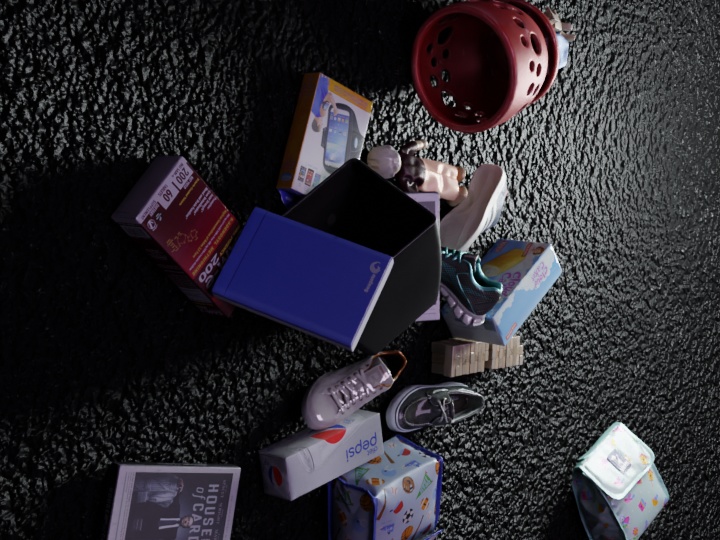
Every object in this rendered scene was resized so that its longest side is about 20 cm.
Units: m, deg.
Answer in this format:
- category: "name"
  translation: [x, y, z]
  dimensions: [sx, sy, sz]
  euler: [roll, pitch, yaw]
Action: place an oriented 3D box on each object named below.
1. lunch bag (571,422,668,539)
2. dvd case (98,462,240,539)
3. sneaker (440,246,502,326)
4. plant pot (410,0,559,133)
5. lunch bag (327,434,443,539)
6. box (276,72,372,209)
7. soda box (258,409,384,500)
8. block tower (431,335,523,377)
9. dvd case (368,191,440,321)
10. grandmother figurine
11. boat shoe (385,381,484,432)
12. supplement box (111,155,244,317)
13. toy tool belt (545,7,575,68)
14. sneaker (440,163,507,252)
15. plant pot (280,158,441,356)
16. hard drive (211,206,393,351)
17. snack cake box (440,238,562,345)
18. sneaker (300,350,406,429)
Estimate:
- category: "lunch bag"
  translation: [0.513, 0.428, 2.137]
  dimensions: [0.170, 0.122, 0.201]
  euler: [-36, 110, -35]
- category: "dvd case"
  translation: [-0.252, 0.332, 1.406]
  dimensions: [0.199, 0.025, 0.151]
  euler: [12, 86, -44]
- category: "sneaker"
  translation: [0.148, -0.007, 1.700]
  dimensions: [0.200, 0.091, 0.078]
  euler: [44, 33, -5]
- category: "plant pot"
  translation: [0.210, -0.335, 1.699]
  dimensions: [0.182, 0.200, 0.202]
  euler: [-25, 111, -44]
- category: "lunch bag"
  translation: [0.040, 0.389, 1.656]
  dimensions: [0.170, 0.123, 0.201]
  euler: [-18, 120, -43]
- category: "box"
  translation: [-0.053, -0.174, 1.559]
  dimensions: [0.119, 0.041, 0.201]
  euler: [21, 77, -45]
- category: "soda box"
  translation: [-0.055, 0.270, 1.582]
  dimensions: [0.199, 0.063, 0.069]
  euler: [-18, 106, -43]
- category: "block tower"
  translation: [0.201, 0.144, 1.837]
  dimensions: [0.199, 0.058, 0.054]
  euler: [-3, 96, -47]
- category: "dvd case"
  translation: [0.050, -0.019, 1.641]
  dimensions: [0.149, 0.025, 0.201]
  euler: [-3, 97, -15]
- category: "grandmother figurine"
  translation: [0.089, -0.153, 1.697]
  dimensions: [0.199, 0.060, 0.122]
  euler: [15, 56, -42]
- category: "boat shoe"
  translation: [0.128, 0.222, 1.758]
  dimensions: [0.199, 0.071, 0.073]
  euler: [-13, 103, -43]
- category: "supplement box"
  translation: [-0.219, -0.042, 1.389]
  dimensions: [0.200, 0.061, 0.109]
  euler: [51, 59, -37]
- category: "toy tool belt"
  translation: [0.313, -0.391, 1.850]
  dimensions: [0.199, 0.122, 0.126]
  euler: [-1, 95, -46]
- category: "sneaker"
  translation: [0.192, -0.081, 1.799]
  dimensions: [0.200, 0.075, 0.085]
  euler: [-54, 147, -17]
- category: "plant pot"
  translation: [0.000, 0.000, 1.505]
  dimensions: [0.200, 0.199, 0.178]
  euler: [-39, 138, -12]
- category: "hard drive"
  translation: [-0.074, 0.008, 1.369]
  dimensions: [0.025, 0.199, 0.132]
  euler: [76, 37, -65]
- category: "snack cake box"
  translation: [0.243, 0.035, 1.826]
  dimensions: [0.200, 0.115, 0.067]
  euler: [-47, 125, -32]
- category: "sneaker"
  translation: [-0.007, 0.168, 1.597]
  dimensions: [0.200, 0.085, 0.073]
  euler: [-32, 89, -44]
